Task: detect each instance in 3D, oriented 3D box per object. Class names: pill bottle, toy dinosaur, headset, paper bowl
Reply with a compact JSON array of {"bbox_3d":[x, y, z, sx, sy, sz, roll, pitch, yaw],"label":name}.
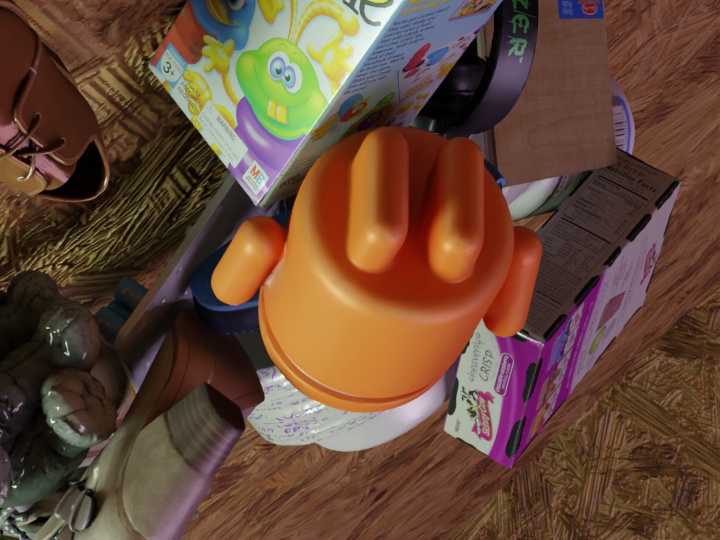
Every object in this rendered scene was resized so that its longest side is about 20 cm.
[{"bbox_3d":[0.109,-0.093,1.447,0.114,0.114,0.200,-46,164,26],"label":"pill bottle"},{"bbox_3d":[-0.223,0.164,1.354,0.200,0.048,0.088,-5,-172,-35],"label":"toy dinosaur"},{"bbox_3d":[0.051,-0.136,1.162,0.094,0.124,0.200,0,177,-29],"label":"headset"},{"bbox_3d":[0.002,0.049,1.446,0.200,0.104,0.201,-30,-157,14],"label":"paper bowl"}]

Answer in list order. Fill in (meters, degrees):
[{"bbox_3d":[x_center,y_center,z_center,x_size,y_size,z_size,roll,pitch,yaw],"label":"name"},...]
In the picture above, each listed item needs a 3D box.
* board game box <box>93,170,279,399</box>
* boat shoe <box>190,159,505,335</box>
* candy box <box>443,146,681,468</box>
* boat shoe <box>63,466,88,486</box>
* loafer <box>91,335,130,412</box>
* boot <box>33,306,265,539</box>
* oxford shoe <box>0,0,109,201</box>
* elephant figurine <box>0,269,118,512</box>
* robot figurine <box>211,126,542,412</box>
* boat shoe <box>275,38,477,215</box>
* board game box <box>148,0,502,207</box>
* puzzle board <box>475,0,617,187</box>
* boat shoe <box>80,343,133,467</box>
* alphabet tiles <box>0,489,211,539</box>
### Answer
[{"bbox_3d":[-0.088,-0.014,1.240,0.200,0.026,0.200,-57,170,-14],"label":"board game box"},{"bbox_3d":[0.000,0.000,1.192,0.200,0.084,0.069,-19,134,-12],"label":"boat shoe"},{"bbox_3d":[0.141,0.024,1.425,0.200,0.061,0.137,-45,156,-38],"label":"candy box"},{"bbox_3d":[-0.189,0.134,1.474,0.072,0.066,0.201,-42,166,20],"label":"boat shoe"},{"bbox_3d":[-0.209,0.088,1.240,0.067,0.076,0.200,-24,180,44],"label":"loafer"},{"bbox_3d":[-0.125,0.108,1.143,0.146,0.070,0.200,-47,-168,10],"label":"boot"},{"bbox_3d":[-0.159,-0.073,0.909,0.071,0.071,0.200,-40,165,8],"label":"oxford shoe"},{"bbox_3d":[-0.243,0.079,1.080,0.200,0.156,0.141,-18,-176,-39],"label":"elephant figurine"},{"bbox_3d":[0.012,0.003,1.060,0.144,0.117,0.200,-30,165,-26],"label":"robot figurine"},{"bbox_3d":[0.022,-0.090,1.275,0.202,0.072,0.060,-48,168,-28],"label":"boat shoe"},{"bbox_3d":[-0.004,-0.142,1.018,0.105,0.103,0.200,-24,160,-45],"label":"board game box"},{"bbox_3d":[0.120,-0.136,1.337,0.017,0.151,0.200,-3,-174,29],"label":"puzzle board"},{"bbox_3d":[-0.171,0.087,1.369,0.200,0.076,0.072,-26,158,-49],"label":"boat shoe"},{"bbox_3d":[-0.203,0.176,1.467,0.167,0.008,0.200,2,-171,29],"label":"alphabet tiles"}]
